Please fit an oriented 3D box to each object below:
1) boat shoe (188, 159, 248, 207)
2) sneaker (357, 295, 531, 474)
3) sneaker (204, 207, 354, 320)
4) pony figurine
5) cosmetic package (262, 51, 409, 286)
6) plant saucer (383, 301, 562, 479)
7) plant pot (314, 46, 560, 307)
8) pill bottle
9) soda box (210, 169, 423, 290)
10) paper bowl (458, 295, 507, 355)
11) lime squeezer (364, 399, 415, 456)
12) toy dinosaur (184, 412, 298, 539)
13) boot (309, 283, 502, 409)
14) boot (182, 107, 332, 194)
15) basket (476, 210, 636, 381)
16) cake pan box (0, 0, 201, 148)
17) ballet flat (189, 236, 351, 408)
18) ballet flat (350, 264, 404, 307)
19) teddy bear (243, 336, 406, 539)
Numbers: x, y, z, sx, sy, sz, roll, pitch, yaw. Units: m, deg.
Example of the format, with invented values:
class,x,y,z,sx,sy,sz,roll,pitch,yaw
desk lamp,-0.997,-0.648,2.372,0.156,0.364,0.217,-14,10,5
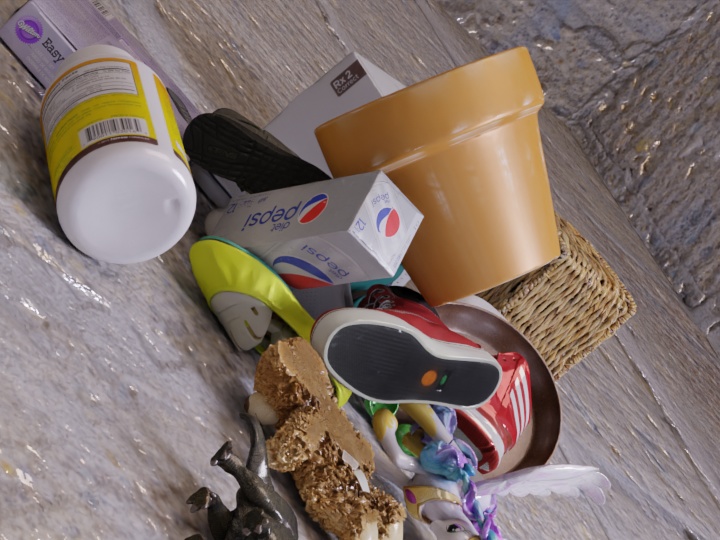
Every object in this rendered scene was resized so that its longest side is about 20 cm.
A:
class,x,y,z,sx,sy,sz,roll,pitch,yaw
boat shoe,-0.078,-0.056,1.889,0.200,0.070,0.071,47,14,-12
sneaker,0.084,0.089,1.829,0.200,0.078,0.115,55,42,-3
sneaker,-0.055,0.008,1.758,0.200,0.088,0.075,49,15,0
pony figurine,0.087,0.193,1.637,0.193,0.167,0.200,9,32,-45
cosmetic package,0.014,-0.104,2.107,0.165,0.165,0.200,57,17,26
plant saucer,0.102,0.125,1.871,0.200,0.034,0.201,13,56,-20
plant pot,0.084,-0.074,1.686,0.200,0.200,0.184,-29,98,-76
pill bottle,-0.199,-0.101,1.551,0.109,0.109,0.200,40,17,-34
soda box,-0.044,-0.029,1.636,0.063,0.200,0.068,45,57,-29
paper bowl,0.119,0.107,2.011,0.201,0.104,0.201,47,14,-15
lime squeezer,0.042,0.134,1.772,0.038,0.071,0.200,-10,71,-52
toy dinosaur,-0.071,0.183,1.326,0.102,0.077,0.200,54,3,-38
boot,0.011,0.050,1.656,0.200,0.073,0.144,17,20,-42
boot,-0.067,-0.088,1.781,0.200,0.068,0.131,37,13,4
basket,0.183,0.033,2.200,0.149,0.200,0.143,35,18,-38
cake pan box,-0.233,-0.177,1.770,0.200,0.052,0.184,48,12,-8
ballet flat,-0.075,0.053,1.650,0.200,0.067,0.067,44,44,-27
ballet flat,0.000,0.000,1.831,0.072,0.072,0.200,55,-22,20
teddy bear,-0.033,0.153,1.530,0.200,0.067,0.145,55,23,-5
